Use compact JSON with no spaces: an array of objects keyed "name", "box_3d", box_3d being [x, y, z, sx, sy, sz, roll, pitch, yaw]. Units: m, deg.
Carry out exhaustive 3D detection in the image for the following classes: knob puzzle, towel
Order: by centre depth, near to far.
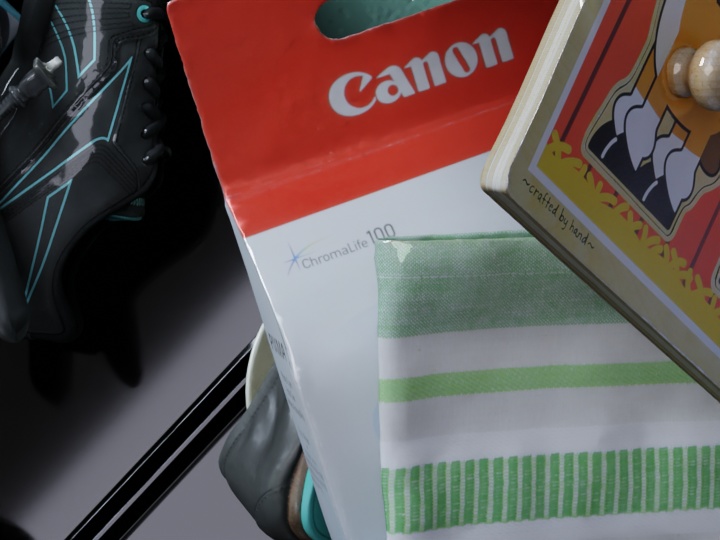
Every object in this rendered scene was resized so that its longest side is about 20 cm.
[{"name":"knob puzzle","box_3d":[0.135,-0.068,0.619,0.030,0.219,0.222,12,81,46]},{"name":"towel","box_3d":[0.081,0.086,0.671,0.151,0.023,0.202,-3,98,-13]}]

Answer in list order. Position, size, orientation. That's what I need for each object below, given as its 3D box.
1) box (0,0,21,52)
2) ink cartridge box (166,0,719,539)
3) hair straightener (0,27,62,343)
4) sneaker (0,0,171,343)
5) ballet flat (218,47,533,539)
[{"name":"box","box_3d":[-0.225,-0.049,0.780,0.200,0.082,0.049,-50,34,0]},{"name":"ink cartridge box","box_3d":[0.040,-0.017,0.682,0.159,0.047,0.202,-19,102,-10]},{"name":"hair straightener","box_3d":[-0.142,-0.072,0.728,0.076,0.041,0.202,-10,88,6]},{"name":"sneaker","box_3d":[-0.100,-0.067,0.775,0.079,0.075,0.201,29,96,6]},{"name":"ballet flat","box_3d":[0.000,0.000,0.738,0.068,0.068,0.201,24,88,42]}]
